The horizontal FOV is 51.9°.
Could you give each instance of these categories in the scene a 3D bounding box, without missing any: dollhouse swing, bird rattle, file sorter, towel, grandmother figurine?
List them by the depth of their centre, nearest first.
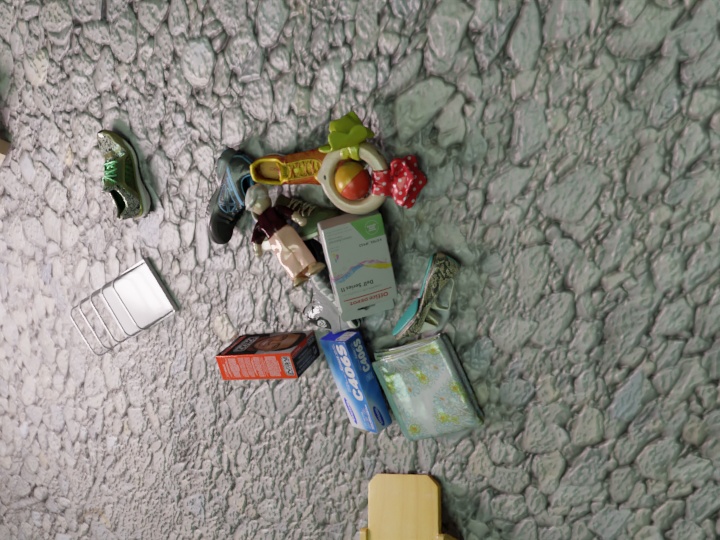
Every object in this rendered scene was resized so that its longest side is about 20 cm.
[{"bbox_3d":[0.009,-0.171,1.283,0.199,0.113,0.163,40,124,-13],"label":"bird rattle"},{"bbox_3d":[-0.152,-0.069,1.364,0.120,0.061,0.202,-33,84,5],"label":"grandmother figurine"},{"bbox_3d":[0.127,0.228,1.429,0.169,0.048,0.203,-19,102,34],"label":"towel"},{"bbox_3d":[0.119,0.545,1.584,0.196,0.180,0.182,-8,150,30],"label":"dollhouse swing"},{"bbox_3d":[-0.545,0.091,1.681,0.198,0.124,0.141,-26,98,35],"label":"file sorter"}]

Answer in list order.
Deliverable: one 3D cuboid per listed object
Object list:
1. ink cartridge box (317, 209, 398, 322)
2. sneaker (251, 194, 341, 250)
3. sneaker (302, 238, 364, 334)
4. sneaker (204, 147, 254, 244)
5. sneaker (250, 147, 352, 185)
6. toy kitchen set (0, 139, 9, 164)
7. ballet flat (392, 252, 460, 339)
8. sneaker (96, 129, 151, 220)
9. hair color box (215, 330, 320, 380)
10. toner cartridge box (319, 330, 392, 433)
[{"bbox_3d":[0.000,0.000,1.349,0.114,0.067,0.204,-16,109,-7],"label":"ink cartridge box"},{"bbox_3d":[-0.131,-0.102,1.404,0.197,0.067,0.091,-13,111,35],"label":"sneaker"},{"bbox_3d":[-0.087,0.042,1.445,0.114,0.075,0.202,-27,98,37],"label":"sneaker"},{"bbox_3d":[-0.251,-0.133,1.453,0.081,0.073,0.204,24,122,16],"label":"sneaker"},{"bbox_3d":[-0.108,-0.182,1.349,0.195,0.077,0.075,-5,109,20],"label":"sneaker"},{"bbox_3d":[-0.892,-0.368,1.693,0.197,0.184,0.162,24,137,-33],"label":"toy kitchen set"},{"bbox_3d":[0.126,0.061,1.348,0.074,0.068,0.203,23,120,-2],"label":"ballet flat"},{"bbox_3d":[-0.512,-0.196,1.555,0.076,0.088,0.204,-13,105,32],"label":"sneaker"},{"bbox_3d":[-0.194,0.178,1.546,0.196,0.101,0.063,-6,110,29],"label":"hair color box"},{"bbox_3d":[-0.010,0.221,1.482,0.094,0.043,0.204,0,114,55],"label":"toner cartridge box"}]
